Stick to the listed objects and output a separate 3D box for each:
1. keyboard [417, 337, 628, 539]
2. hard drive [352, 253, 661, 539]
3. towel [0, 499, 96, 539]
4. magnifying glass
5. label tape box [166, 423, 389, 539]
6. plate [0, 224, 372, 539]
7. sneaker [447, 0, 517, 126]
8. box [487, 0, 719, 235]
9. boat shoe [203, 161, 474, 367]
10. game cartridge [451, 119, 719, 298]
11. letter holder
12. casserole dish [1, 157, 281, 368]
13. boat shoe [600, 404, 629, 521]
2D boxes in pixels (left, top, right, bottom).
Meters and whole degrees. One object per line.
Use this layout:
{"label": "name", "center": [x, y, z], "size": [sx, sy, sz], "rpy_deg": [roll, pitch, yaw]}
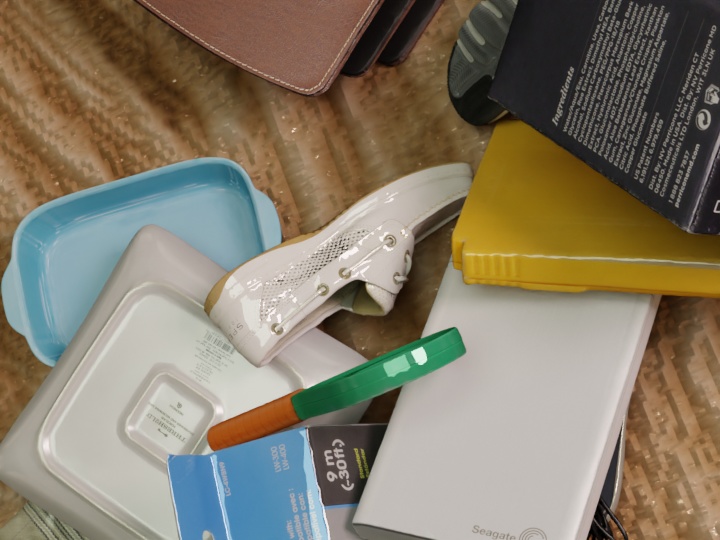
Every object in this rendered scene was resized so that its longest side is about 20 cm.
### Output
{"label": "keyboard", "center": [0.093, 0.119, 1.184], "size": [0.104, 0.040, 0.200], "rpy_deg": [-21, 73, 21]}
{"label": "hard drive", "center": [0.089, 0.077, 1.158], "size": [0.132, 0.027, 0.200], "rpy_deg": [10, 62, 23]}
{"label": "towel", "center": [-0.114, 0.177, 1.293], "size": [0.193, 0.035, 0.200], "rpy_deg": [-45, 74, 5]}
{"label": "magnifying glass", "center": [-0.019, 0.075, 1.169], "size": [0.200, 0.080, 0.022], "rpy_deg": [-22, 92, 41]}
{"label": "label tape box", "center": [-0.013, 0.168, 1.175], "size": [0.066, 0.200, 0.143], "rpy_deg": [-24, 72, 38]}
{"label": "plate", "center": [-0.118, 0.097, 1.270], "size": [0.200, 0.032, 0.200], "rpy_deg": [32, 89, 17]}
{"label": "sneaker", "center": [0.145, -0.171, 1.275], "size": [0.075, 0.115, 0.200], "rpy_deg": [58, 132, 33]}
{"label": "box", "center": [0.214, -0.105, 1.103], "size": [0.200, 0.197, 0.118], "rpy_deg": [40, 121, 50]}
{"label": "boat shoe", "center": [0.000, 0.000, 1.258], "size": [0.200, 0.071, 0.069], "rpy_deg": [-30, 73, -16]}
{"label": "game cartridge", "center": [0.166, -0.040, 1.204], "size": [0.200, 0.176, 0.032], "rpy_deg": [2, 121, 16]}
{"label": "letter holder", "center": [-0.061, -0.202, 1.320], "size": [0.200, 0.101, 0.142], "rpy_deg": [33, 90, 18]}
{"label": "casserole dish", "center": [-0.144, -0.002, 1.330], "size": [0.200, 0.039, 0.121], "rpy_deg": [-16, 75, 10]}
{"label": "boat shoe", "center": [0.133, 0.064, 1.232], "size": [0.075, 0.062, 0.200], "rpy_deg": [5, 79, 17]}
